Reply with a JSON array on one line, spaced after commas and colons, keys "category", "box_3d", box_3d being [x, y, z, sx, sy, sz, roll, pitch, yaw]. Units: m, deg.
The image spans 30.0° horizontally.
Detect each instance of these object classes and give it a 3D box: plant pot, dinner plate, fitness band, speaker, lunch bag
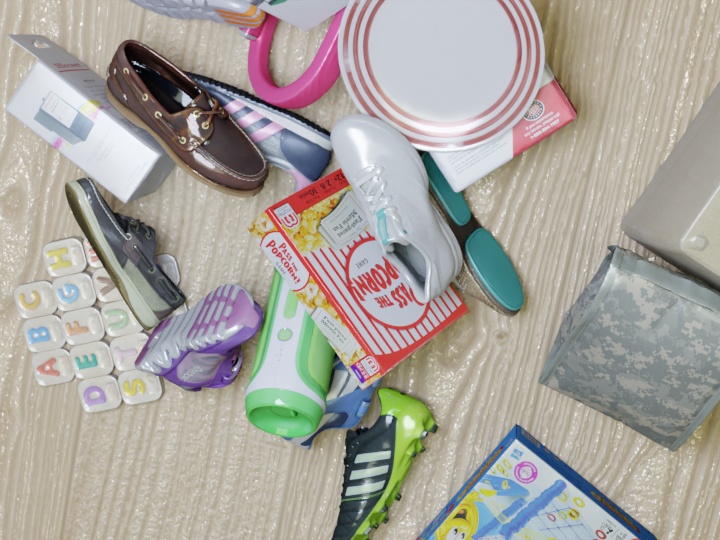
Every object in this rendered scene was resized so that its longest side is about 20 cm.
[{"category": "plant pot", "box_3d": [0.392, -0.056, 1.295, 0.200, 0.177, 0.200, 33, 102, 1]}, {"category": "dinner plate", "box_3d": [0.077, -0.210, 1.287, 0.200, 0.024, 0.200, 6, 119, 10]}, {"category": "fitness band", "box_3d": [-0.054, -0.261, 1.352, 0.144, 0.037, 0.200, 37, 106, 42]}, {"category": "speaker", "box_3d": [-0.062, 0.066, 1.377, 0.088, 0.089, 0.200, 6, 58, 7]}, {"category": "lunch bag", "box_3d": [0.290, 0.063, 1.321, 0.164, 0.118, 0.200, 27, 145, 3]}]

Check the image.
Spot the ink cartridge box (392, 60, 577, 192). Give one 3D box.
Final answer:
[{"category": "ink cartridge box", "box_3d": [0.106, -0.204, 1.357, 0.144, 0.084, 0.200, -32, 95, 13]}]

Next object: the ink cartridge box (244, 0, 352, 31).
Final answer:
[{"category": "ink cartridge box", "box_3d": [-0.098, -0.329, 1.251, 0.084, 0.200, 0.146, -28, 64, 31]}]

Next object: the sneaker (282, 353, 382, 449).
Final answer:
[{"category": "sneaker", "box_3d": [-0.014, 0.116, 1.441, 0.200, 0.074, 0.082, -35, 111, 6]}]

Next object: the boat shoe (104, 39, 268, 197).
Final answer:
[{"category": "boat shoe", "box_3d": [-0.174, -0.153, 1.351, 0.200, 0.070, 0.070, 36, 137, 3]}]

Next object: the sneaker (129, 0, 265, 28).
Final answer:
[{"category": "sneaker", "box_3d": [-0.171, -0.322, 1.389, 0.200, 0.078, 0.112, 15, 82, 18]}]

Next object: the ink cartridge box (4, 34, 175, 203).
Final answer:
[{"category": "ink cartridge box", "box_3d": [-0.290, -0.162, 1.405, 0.200, 0.117, 0.067, 38, 102, 0]}]

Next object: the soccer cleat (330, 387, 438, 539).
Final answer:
[{"category": "soccer cleat", "box_3d": [0.010, 0.220, 1.466, 0.081, 0.068, 0.200, 32, 103, 19]}]

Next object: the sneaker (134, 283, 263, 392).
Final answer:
[{"category": "sneaker", "box_3d": [-0.154, 0.080, 1.418, 0.088, 0.081, 0.200, 42, 142, -18]}]

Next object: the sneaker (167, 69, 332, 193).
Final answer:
[{"category": "sneaker", "box_3d": [-0.128, -0.146, 1.409, 0.200, 0.070, 0.082, 25, 101, 5]}]

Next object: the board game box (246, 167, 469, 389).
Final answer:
[{"category": "board game box", "box_3d": [0.000, 0.000, 1.366, 0.200, 0.151, 0.046, 54, 136, 2]}]

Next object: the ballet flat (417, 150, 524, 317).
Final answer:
[{"category": "ballet flat", "box_3d": [0.098, -0.032, 1.409, 0.065, 0.070, 0.200, -29, 93, 40]}]

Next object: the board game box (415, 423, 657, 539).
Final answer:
[{"category": "board game box", "box_3d": [0.183, 0.306, 1.453, 0.200, 0.056, 0.196, 39, 103, 0]}]

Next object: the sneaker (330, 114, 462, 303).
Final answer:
[{"category": "sneaker", "box_3d": [0.031, -0.059, 1.315, 0.075, 0.089, 0.200, -26, 104, 32]}]

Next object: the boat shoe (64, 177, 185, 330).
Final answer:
[{"category": "boat shoe", "box_3d": [-0.245, -0.025, 1.416, 0.066, 0.072, 0.201, -32, 129, -12]}]

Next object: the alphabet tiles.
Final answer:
[{"category": "alphabet tiles", "box_3d": [-0.286, 0.057, 1.498, 0.195, 0.015, 0.200, -11, 99, 10]}]
